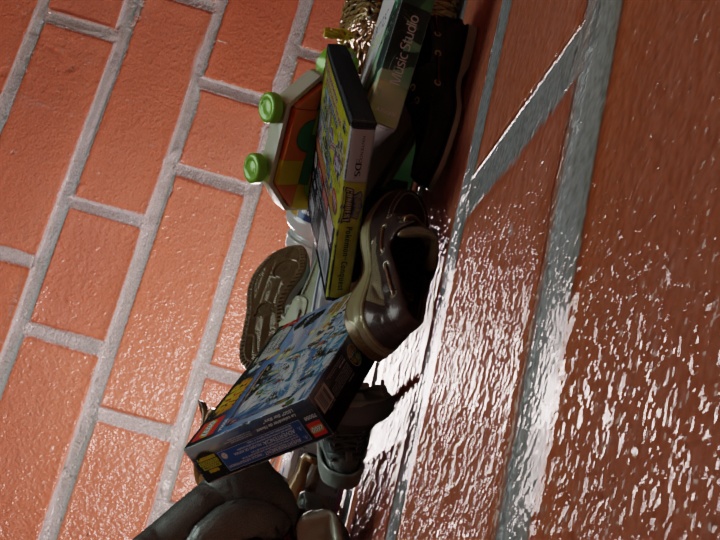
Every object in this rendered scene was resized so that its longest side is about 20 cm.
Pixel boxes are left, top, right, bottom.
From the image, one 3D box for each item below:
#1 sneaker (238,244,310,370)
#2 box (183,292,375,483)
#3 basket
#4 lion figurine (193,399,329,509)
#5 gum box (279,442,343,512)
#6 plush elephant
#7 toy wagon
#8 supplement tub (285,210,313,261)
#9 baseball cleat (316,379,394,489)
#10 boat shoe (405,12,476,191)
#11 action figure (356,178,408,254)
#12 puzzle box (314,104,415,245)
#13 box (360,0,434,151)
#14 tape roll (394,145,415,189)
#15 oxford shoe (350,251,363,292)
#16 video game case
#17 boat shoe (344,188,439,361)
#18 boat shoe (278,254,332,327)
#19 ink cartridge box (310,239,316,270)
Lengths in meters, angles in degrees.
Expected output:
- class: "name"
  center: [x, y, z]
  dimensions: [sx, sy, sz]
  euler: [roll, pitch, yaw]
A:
- class: "sneaker"
  center: [-0.083, 0.070, 1.117]
  dimensions: [0.201, 0.069, 0.109]
  euler: [-80, -28, -46]
- class: "box"
  center: [-0.049, 0.088, 0.828]
  dimensions: [0.136, 0.040, 0.200]
  euler: [-25, 16, 31]
- class: "basket"
  center: [0.050, -0.347, 1.271]
  dimensions: [0.200, 0.141, 0.151]
  euler: [136, 149, -80]
- class: "lion figurine"
  center: [-0.105, 0.226, 0.997]
  dimensions: [0.124, 0.198, 0.072]
  euler: [-66, -16, 2]
- class: "gum box"
  center: [-0.060, 0.245, 1.084]
  dimensions: [0.113, 0.065, 0.202]
  euler: [-143, 69, -83]
- class: "plush elephant"
  center: [-0.078, 0.238, 0.844]
  dimensions: [0.200, 0.155, 0.165]
  euler: [-41, -8, -6]
- class: "toy wagon"
  center: [-0.042, -0.162, 1.056]
  dimensions: [0.040, 0.154, 0.202]
  euler: [39, 121, 40]
- class: "supplement tub"
  center: [-0.034, -0.119, 1.511]
  dimensions: [0.145, 0.143, 0.202]
  euler: [-90, 16, -73]
- class: "baseball cleat"
  center: [-0.007, 0.151, 0.889]
  dimensions: [0.200, 0.069, 0.108]
  euler: [105, 167, -86]
- class: "boat shoe"
  center: [0.069, -0.169, 0.965]
  dimensions: [0.074, 0.062, 0.203]
  euler: [124, 160, -60]
- class: "action figure"
  center: [0.000, 0.000, 1.099]
  dimensions: [0.118, 0.054, 0.201]
  euler: [-23, -37, -60]
- class: "puzzle box"
  center: [0.021, -0.112, 1.098]
  dimensions: [0.201, 0.025, 0.133]
  euler: [-59, -6, 11]
- class: "box"
  center: [0.032, -0.221, 0.974]
  dimensions: [0.144, 0.036, 0.202]
  euler: [151, 134, -76]
- class: "tape roll"
  center: [0.037, -0.126, 1.287]
  dimensions: [0.200, 0.048, 0.203]
  euler: [-165, 90, -85]
- class: "oxford shoe"
  center: [0.010, 0.019, 0.999]
  dimensions: [0.201, 0.070, 0.072]
  euler: [109, 173, -57]
- class: "video game case"
  center: [-0.022, -0.100, 0.947]
  dimensions: [0.201, 0.025, 0.182]
  euler: [-104, 20, -58]
- class: "boat shoe"
  center: [0.041, -0.011, 0.835]
  dimensions: [0.072, 0.072, 0.201]
  euler: [-34, 22, 33]
- class: "boat shoe"
  center: [-0.055, 0.062, 1.003]
  dimensions: [0.072, 0.061, 0.202]
  euler: [69, -149, -68]
- class: "ink cartridge box"
  center: [-0.037, 0.030, 1.278]
  dimensions: [0.175, 0.043, 0.201]
  euler: [87, -175, -48]
